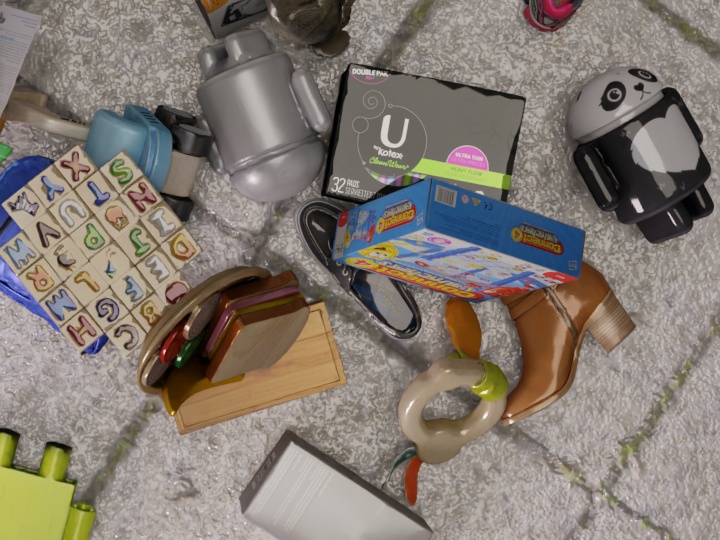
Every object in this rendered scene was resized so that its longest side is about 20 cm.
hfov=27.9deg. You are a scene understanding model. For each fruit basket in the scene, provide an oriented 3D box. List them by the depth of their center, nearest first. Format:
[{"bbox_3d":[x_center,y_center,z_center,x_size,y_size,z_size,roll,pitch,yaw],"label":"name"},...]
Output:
[{"bbox_3d":[-0.412,-0.187,1.555,0.094,0.185,0.201,30,84,-40],"label":"fruit basket"}]

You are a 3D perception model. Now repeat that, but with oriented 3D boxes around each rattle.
[{"bbox_3d":[0.075,0.150,1.667,0.129,0.143,0.201,-6,137,-36],"label":"rattle"}]

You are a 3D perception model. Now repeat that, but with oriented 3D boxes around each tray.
[{"bbox_3d":[-0.124,0.109,1.649,0.199,0.037,0.099,-17,93,-4],"label":"tray"}]

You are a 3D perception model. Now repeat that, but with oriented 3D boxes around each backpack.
[{"bbox_3d":[-0.319,-0.031,1.561,0.200,0.168,0.163,38,77,-4],"label":"backpack"}]

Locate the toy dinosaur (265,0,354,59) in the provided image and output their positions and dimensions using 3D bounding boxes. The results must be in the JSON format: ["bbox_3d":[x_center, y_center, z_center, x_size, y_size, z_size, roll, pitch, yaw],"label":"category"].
[{"bbox_3d":[-0.053,-0.279,1.552,0.077,0.200,0.103,32,105,23],"label":"toy dinosaur"}]

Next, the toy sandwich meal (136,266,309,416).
[{"bbox_3d":[-0.147,0.076,1.539,0.205,0.205,0.070,-44,72,-3],"label":"toy sandwich meal"}]

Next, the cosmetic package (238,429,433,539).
[{"bbox_3d":[-0.027,0.280,1.641,0.199,0.090,0.107,36,89,-9],"label":"cosmetic package"}]

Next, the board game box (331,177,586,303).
[{"bbox_3d":[0.102,-0.027,1.554,0.199,0.195,0.056,17,73,-26],"label":"board game box"}]

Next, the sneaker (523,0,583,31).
[{"bbox_3d":[0.256,-0.366,1.648,0.080,0.075,0.201,23,89,-6],"label":"sneaker"}]

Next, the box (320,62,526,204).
[{"bbox_3d":[0.067,-0.136,1.614,0.198,0.124,0.150,10,92,-5],"label":"box"}]

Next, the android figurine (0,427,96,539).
[{"bbox_3d":[-0.394,0.284,1.627,0.181,0.041,0.201,17,89,-6],"label":"android figurine"}]

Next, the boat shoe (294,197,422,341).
[{"bbox_3d":[0.000,0.000,1.640,0.070,0.066,0.200,-37,95,-3],"label":"boat shoe"}]

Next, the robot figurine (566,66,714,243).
[{"bbox_3d":[0.317,-0.133,1.636,0.124,0.150,0.201,-29,95,20],"label":"robot figurine"}]

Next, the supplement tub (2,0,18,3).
[{"bbox_3d":[-0.345,-0.400,1.553,0.200,0.145,0.145,-39,95,-3],"label":"supplement tub"}]

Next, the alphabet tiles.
[{"bbox_3d":[-0.264,-0.020,1.481,0.166,0.006,0.200,-40,99,-13],"label":"alphabet tiles"}]

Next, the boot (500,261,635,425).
[{"bbox_3d":[0.198,0.067,1.666,0.200,0.074,0.155,-42,90,-5],"label":"boot"}]

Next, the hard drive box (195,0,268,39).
[{"bbox_3d":[-0.096,-0.351,1.569,0.199,0.156,0.077,-29,80,-3],"label":"hard drive box"}]

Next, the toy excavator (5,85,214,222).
[{"bbox_3d":[-0.283,-0.145,1.575,0.199,0.194,0.101,13,105,-30],"label":"toy excavator"}]

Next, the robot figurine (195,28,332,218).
[{"bbox_3d":[-0.108,-0.162,1.600,0.169,0.113,0.201,-18,95,36],"label":"robot figurine"}]
